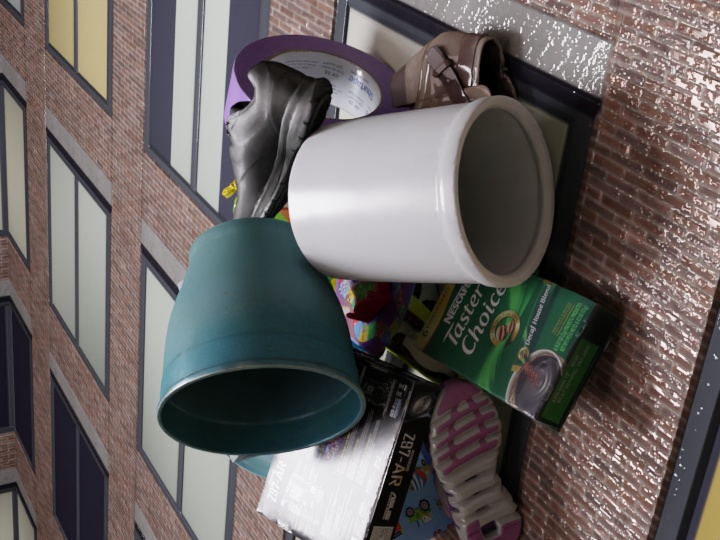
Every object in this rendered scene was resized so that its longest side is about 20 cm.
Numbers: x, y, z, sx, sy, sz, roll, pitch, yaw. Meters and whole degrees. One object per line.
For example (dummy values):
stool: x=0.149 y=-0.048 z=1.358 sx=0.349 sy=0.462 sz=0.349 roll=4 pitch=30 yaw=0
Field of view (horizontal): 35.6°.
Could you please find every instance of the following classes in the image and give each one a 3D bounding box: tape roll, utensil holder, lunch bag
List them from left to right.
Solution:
tape roll: x=-0.048 y=-0.181 z=1.241 sx=0.200 sy=0.199 sz=0.066 roll=56 pitch=143 yaw=38
lunch bag: x=0.001 y=0.226 z=1.281 sx=0.094 sy=0.150 sz=0.201 roll=-25 pitch=87 yaw=60
utensil holder: x=0.055 y=-0.069 z=1.057 sx=0.199 sy=0.170 sz=0.171 roll=-1 pitch=98 yaw=39

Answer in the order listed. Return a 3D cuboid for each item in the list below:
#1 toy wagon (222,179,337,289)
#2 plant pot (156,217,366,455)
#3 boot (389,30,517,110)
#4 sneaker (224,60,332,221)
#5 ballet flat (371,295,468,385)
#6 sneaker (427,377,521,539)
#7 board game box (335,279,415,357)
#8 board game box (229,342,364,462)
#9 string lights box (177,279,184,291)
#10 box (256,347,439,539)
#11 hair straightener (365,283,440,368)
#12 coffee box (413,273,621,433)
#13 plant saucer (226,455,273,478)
toy wagon: x=-0.094 y=-0.030 z=1.369 sx=0.200 sy=0.155 sz=0.040 roll=48 pitch=-165 yaw=-23
plant pot: x=-0.101 y=0.058 z=1.118 sx=0.200 sy=0.199 sz=0.189 roll=124 pitch=147 yaw=-51
boot: x=0.100 y=-0.139 z=1.135 sx=0.146 sy=0.070 sz=0.201 roll=-4 pitch=105 yaw=50
sneaker: x=-0.098 y=-0.124 z=1.134 sx=0.091 sy=0.076 sz=0.200 roll=28 pitch=120 yaw=5
ballet flat: x=0.054 y=0.070 z=1.217 sx=0.200 sy=0.067 sz=0.067 roll=36 pitch=104 yaw=32
sneaker: x=0.105 y=0.200 z=1.177 sx=0.088 sy=0.080 sz=0.201 roll=-141 pitch=34 yaw=-65
board game box: x=0.000 y=0.000 z=1.222 sx=0.200 sy=0.039 sz=0.159 roll=33 pitch=107 yaw=65
board game box: x=-0.083 y=0.141 z=1.392 sx=0.064 sy=0.199 sz=0.148 roll=-54 pitch=52 yaw=52
string lights box: x=-0.170 y=0.087 z=1.563 sx=0.103 sy=0.059 sz=0.200 roll=63 pitch=-175 yaw=37
box: x=-0.016 y=0.186 z=1.157 sx=0.160 sy=0.043 sz=0.201 roll=19 pitch=92 yaw=45
hair straightener: x=0.063 y=0.066 z=1.292 sx=0.077 sy=0.041 sz=0.200 roll=47 pitch=133 yaw=25
coffee box: x=0.143 y=0.060 z=1.072 sx=0.200 sy=0.044 sz=0.123 roll=31 pitch=92 yaw=55
plant saucer: x=-0.114 y=0.192 z=1.526 sx=0.027 sy=0.199 sz=0.201 roll=-56 pitch=-27 yaw=-65
